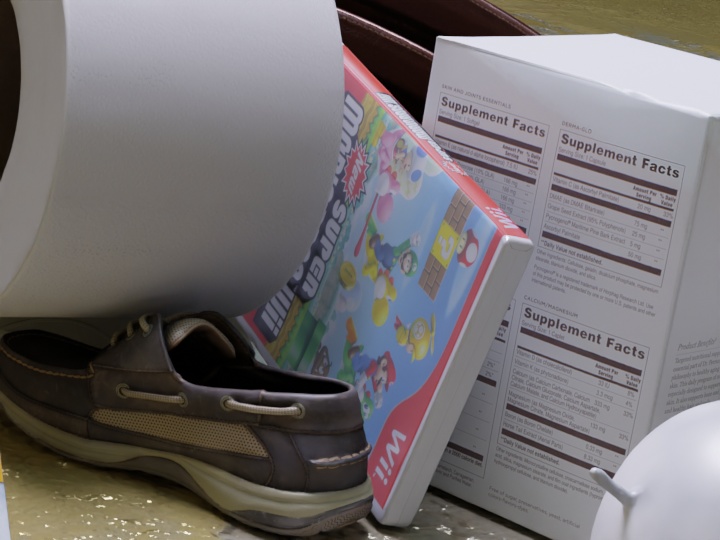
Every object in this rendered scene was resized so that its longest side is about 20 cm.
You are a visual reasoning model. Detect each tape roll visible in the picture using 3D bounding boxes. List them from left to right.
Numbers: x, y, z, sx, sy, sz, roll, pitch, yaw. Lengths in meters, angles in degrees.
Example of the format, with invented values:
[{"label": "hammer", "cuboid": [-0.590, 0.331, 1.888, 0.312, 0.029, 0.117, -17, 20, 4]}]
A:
[{"label": "tape roll", "cuboid": [-0.117, -0.078, 1.001, 0.139, 0.204, 0.202, 2, 16, -35]}]

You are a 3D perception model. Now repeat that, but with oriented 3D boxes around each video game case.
[{"label": "video game case", "cuboid": [0.000, 0.000, 1.001, 0.017, 0.144, 0.200, 9, 25, -32]}]

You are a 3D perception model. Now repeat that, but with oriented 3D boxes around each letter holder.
[{"label": "letter holder", "cuboid": [0.015, -0.108, 1.375, 0.199, 0.143, 0.101, 28, 30, 9]}]

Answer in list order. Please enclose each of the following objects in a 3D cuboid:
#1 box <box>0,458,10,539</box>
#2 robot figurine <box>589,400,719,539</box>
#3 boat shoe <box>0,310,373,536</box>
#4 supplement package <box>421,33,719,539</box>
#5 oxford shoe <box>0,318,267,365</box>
[{"label": "box", "cuboid": [-0.194, 0.101, 0.784, 0.136, 0.038, 0.200, 6, 15, -13]}, {"label": "robot figurine", "cuboid": [0.162, 0.109, 0.746, 0.199, 0.170, 0.113, 14, 37, -6]}, {"label": "boat shoe", "cuboid": [-0.076, 0.052, 0.972, 0.199, 0.074, 0.074, 17, 16, 27]}, {"label": "supplement package", "cuboid": [0.118, 0.005, 1.017, 0.150, 0.201, 0.151, 20, 18, 37]}, {"label": "oxford shoe", "cuboid": [-0.103, 0.023, 1.104, 0.199, 0.058, 0.075, 11, 11, -3]}]
